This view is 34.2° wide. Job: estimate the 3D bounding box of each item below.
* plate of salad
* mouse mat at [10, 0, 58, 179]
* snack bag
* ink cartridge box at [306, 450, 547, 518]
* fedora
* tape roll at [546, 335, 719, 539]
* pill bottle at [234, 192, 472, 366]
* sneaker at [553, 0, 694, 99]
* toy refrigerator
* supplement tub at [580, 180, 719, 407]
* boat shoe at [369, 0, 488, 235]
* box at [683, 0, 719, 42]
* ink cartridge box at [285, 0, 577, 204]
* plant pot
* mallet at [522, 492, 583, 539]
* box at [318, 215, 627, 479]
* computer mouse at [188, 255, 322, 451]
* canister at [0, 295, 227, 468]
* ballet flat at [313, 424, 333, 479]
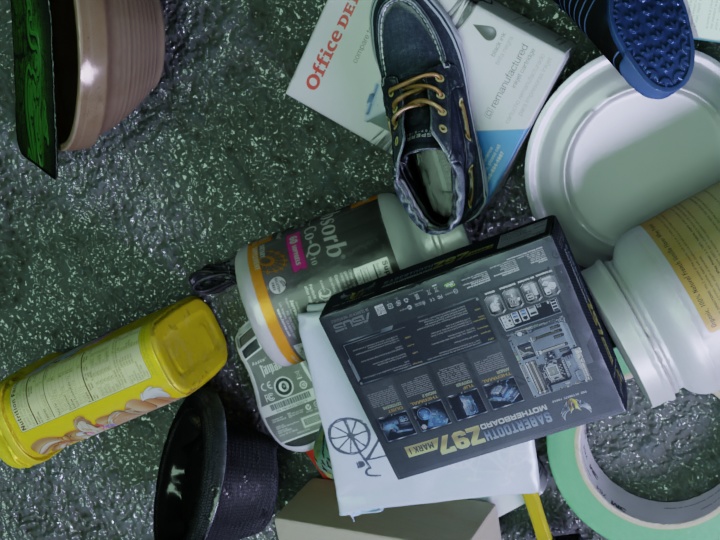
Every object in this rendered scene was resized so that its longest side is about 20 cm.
[{"bbox_3d":[0.233,-0.091,0.977,0.199,0.048,0.201,-1,113,-3],"label":"plate of salad"},{"bbox_3d":[-0.303,-0.194,1.082,0.007,0.161,0.201,-8,108,-27],"label":"mouse mat"},{"bbox_3d":[0.056,0.112,0.989,0.187,0.021,0.201,-8,109,8],"label":"snack bag"},{"bbox_3d":[0.052,0.181,1.109,0.200,0.047,0.160,-34,93,20],"label":"ink cartridge box"},{"bbox_3d":[-0.134,0.209,1.135,0.091,0.201,0.202,10,111,-21],"label":"fedora"},{"bbox_3d":[0.266,0.150,1.036,0.199,0.048,0.202,4,105,16],"label":"tape roll"},{"bbox_3d":[0.000,0.000,1.028,0.199,0.116,0.117,-21,98,6],"label":"pill bottle"},{"bbox_3d":[0.194,-0.215,0.922,0.070,0.078,0.201,-17,76,-16],"label":"sneaker"},{"bbox_3d":[0.026,0.254,1.096,0.199,0.076,0.070,1,113,30],"label":"toy refrigerator"},{"bbox_3d":[0.288,0.008,0.919,0.199,0.144,0.145,-28,95,7],"label":"supplement tub"},{"bbox_3d":[0.050,-0.128,0.912,0.070,0.091,0.201,-16,98,19],"label":"boat shoe"},{"bbox_3d":[0.328,-0.215,0.917,0.199,0.049,0.083,12,108,14],"label":"box"},{"bbox_3d":[0.059,-0.170,0.995,0.199,0.086,0.147,29,111,6],"label":"ink cartridge box"},{"bbox_3d":[-0.233,-0.211,1.046,0.092,0.201,0.202,-8,107,-26],"label":"plant pot"},{"bbox_3d":[0.160,0.195,1.037,0.065,0.041,0.201,-8,115,10],"label":"mallet"},{"bbox_3d":[0.089,0.064,0.920,0.199,0.051,0.158,-21,106,20],"label":"box"},{"bbox_3d":[-0.082,0.077,1.128,0.109,0.044,0.201,-20,92,15],"label":"computer mouse"},{"bbox_3d":[-0.242,0.105,1.128,0.199,0.149,0.087,-23,96,20],"label":"canister"},{"bbox_3d":[0.024,0.131,1.047,0.200,0.074,0.074,-42,90,22],"label":"ballet flat"}]
